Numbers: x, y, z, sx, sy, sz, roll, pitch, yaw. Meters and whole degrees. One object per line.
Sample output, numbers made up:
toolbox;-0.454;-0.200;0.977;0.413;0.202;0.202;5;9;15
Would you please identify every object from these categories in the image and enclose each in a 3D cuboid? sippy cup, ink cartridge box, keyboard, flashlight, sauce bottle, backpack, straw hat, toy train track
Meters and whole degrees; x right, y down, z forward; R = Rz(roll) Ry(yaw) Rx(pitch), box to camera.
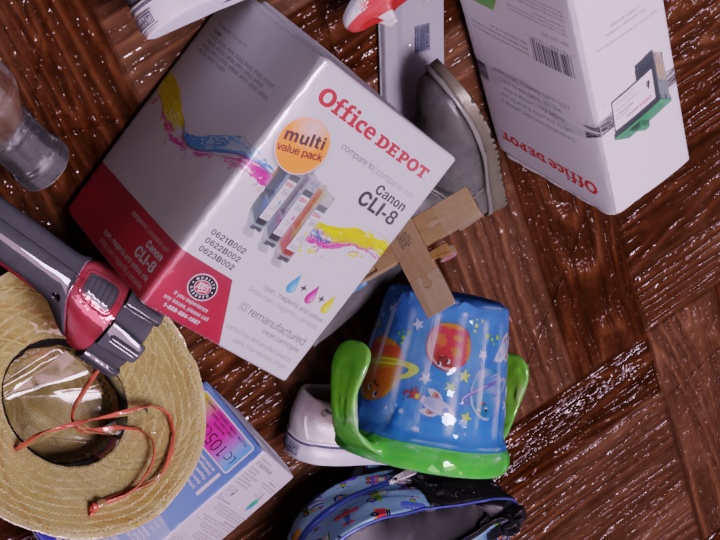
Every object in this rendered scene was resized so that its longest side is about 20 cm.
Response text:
sippy cup;0.057;0.081;1.206;0.178;0.139;0.131;-7;108;-81
ink cartridge box;-0.068;-0.061;1.079;0.145;0.145;0.200;33;97;-40
ink cartridge box;0.155;-0.161;1.160;0.084;0.146;0.200;-35;133;-17
keyboard;0.039;-0.172;1.171;0.056;0.011;0.201;-22;129;-27
flashlight;-0.225;-0.010;1.033;0.200;0.068;0.068;37;103;-20
ink cartridge box;-0.157;0.187;1.191;0.200;0.076;0.136;-42;164;-5
sauce bottle;-0.259;-0.122;0.971;0.065;0.065;0.200;-43;134;-2
backpack;0.016;0.246;1.335;0.199;0.135;0.183;-5;123;-32
straw hat;-0.216;0.095;1.114;0.200;0.085;0.202;3;83;-27
toy train track;0.000;0.000;1.142;0.200;0.115;0.033;-30;168;12

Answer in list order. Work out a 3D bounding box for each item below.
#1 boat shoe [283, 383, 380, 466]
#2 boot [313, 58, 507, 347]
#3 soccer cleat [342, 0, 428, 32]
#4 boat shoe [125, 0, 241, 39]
boat shoe;0.034;0.111;1.314;0.201;0.075;0.086;2;112;-24
boot;0.010;-0.047;1.189;0.200;0.073;0.182;-29;138;-5
soccer cleat;0.048;-0.252;1.085;0.085;0.069;0.200;44;99;0
boat shoe;-0.076;-0.217;1.028;0.200;0.072;0.068;-30;94;-30
